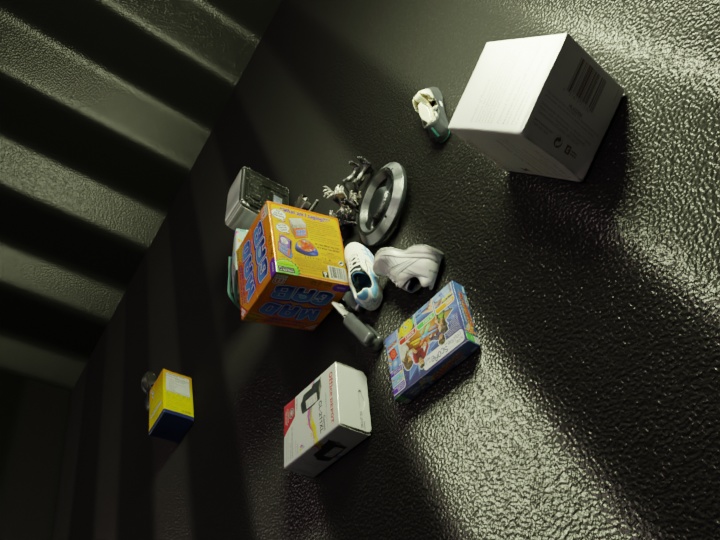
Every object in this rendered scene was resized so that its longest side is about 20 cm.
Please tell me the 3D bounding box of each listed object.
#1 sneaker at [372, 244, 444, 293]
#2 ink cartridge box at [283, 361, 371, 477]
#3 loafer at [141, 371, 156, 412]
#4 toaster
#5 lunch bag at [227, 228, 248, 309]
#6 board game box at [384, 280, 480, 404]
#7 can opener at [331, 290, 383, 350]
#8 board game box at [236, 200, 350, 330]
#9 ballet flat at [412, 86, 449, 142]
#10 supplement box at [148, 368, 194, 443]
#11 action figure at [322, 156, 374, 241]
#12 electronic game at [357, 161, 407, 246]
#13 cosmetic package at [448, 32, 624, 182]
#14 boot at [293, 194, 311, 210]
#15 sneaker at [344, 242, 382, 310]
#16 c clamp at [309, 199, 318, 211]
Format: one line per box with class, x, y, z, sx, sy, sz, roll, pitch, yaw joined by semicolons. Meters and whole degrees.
sneaker;0.085;0.000;1.278;0.198;0.073;0.090;-8;67;56
ink cartridge box;-0.073;0.308;1.295;0.200;0.081;0.148;-45;35;33
loafer;-0.757;0.438;2.314;0.073;0.072;0.201;-48;43;10
toaster;-0.314;-0.192;1.946;0.119;0.178;0.204;-45;34;33
lunch bag;-0.340;0.003;1.899;0.203;0.118;0.174;110;158;-47
board game box;0.125;0.133;1.149;0.200;0.034;0.138;-44;37;33
can opener;-0.004;0.100;1.363;0.068;0.052;0.199;-62;31;6
board game box;-0.166;-0.006;1.501;0.200;0.195;0.204;-48;43;41
ballet flat;0.156;-0.372;1.430;0.073;0.072;0.203;-44;36;31
supplement box;-0.616;0.439;2.040;0.110;0.107;0.202;-53;32;19
action figure;-0.042;-0.183;1.581;0.118;0.101;0.205;4;69;56
electronic game;0.050;-0.155;1.469;0.200;0.041;0.205;-46;34;45
cosmetic package;0.288;-0.269;1.048;0.199;0.165;0.170;28;92;61
boot;-0.198;-0.136;1.804;0.177;0.068;0.200;-62;21;2
sneaker;0.000;0.000;1.399;0.071;0.073;0.203;-30;43;10
c clamp;-0.157;-0.087;1.765;0.172;0.027;0.202;-52;32;22
